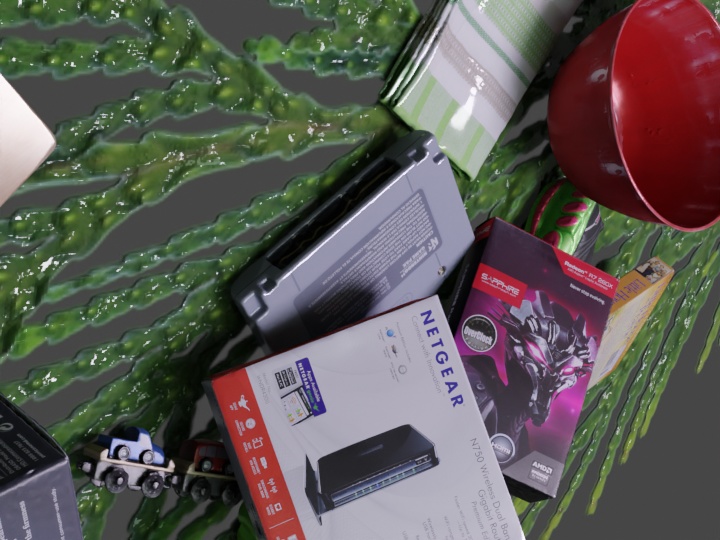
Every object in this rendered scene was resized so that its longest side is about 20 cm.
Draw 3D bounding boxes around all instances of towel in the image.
[{"bbox_3d":[0.107,-0.183,0.991,0.149,0.031,0.201,33,86,-49],"label":"towel"}]

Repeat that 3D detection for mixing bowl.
[{"bbox_3d":[0.229,-0.129,1.066,0.200,0.108,0.201,4,84,-43],"label":"mixing bowl"}]

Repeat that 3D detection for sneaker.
[{"bbox_3d":[0.162,0.015,1.123,0.200,0.077,0.084,-55,135,-7],"label":"sneaker"}]

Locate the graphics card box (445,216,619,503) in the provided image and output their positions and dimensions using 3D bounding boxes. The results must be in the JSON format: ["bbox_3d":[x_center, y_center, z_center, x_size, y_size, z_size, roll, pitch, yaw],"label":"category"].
[{"bbox_3d":[0.123,0.071,1.014,0.125,0.051,0.201,27,69,-12],"label":"graphics card box"}]

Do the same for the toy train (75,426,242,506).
[{"bbox_3d":[-0.111,0.144,0.908,0.199,0.034,0.046,15,84,-36],"label":"toy train"}]

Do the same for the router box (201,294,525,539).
[{"bbox_3d":[0.003,0.140,0.906,0.179,0.049,0.201,-21,90,-16],"label":"router box"}]

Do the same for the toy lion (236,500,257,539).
[{"bbox_3d":[-0.007,0.182,1.055,0.200,0.069,0.192,25,99,-50],"label":"toy lion"}]

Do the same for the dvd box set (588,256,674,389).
[{"bbox_3d":[0.209,0.077,1.191,0.200,0.029,0.147,-28,150,-42],"label":"dvd box set"}]

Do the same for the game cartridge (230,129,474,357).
[{"bbox_3d":[0.000,0.000,0.967,0.200,0.040,0.134,-41,132,-17],"label":"game cartridge"}]

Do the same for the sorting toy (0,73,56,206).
[{"bbox_3d":[-0.287,-0.065,0.612,0.200,0.069,0.199,-50,138,-14],"label":"sorting toy"}]

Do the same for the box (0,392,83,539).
[{"bbox_3d":[-0.271,0.186,0.740,0.199,0.104,0.149,-25,128,-35],"label":"box"}]
